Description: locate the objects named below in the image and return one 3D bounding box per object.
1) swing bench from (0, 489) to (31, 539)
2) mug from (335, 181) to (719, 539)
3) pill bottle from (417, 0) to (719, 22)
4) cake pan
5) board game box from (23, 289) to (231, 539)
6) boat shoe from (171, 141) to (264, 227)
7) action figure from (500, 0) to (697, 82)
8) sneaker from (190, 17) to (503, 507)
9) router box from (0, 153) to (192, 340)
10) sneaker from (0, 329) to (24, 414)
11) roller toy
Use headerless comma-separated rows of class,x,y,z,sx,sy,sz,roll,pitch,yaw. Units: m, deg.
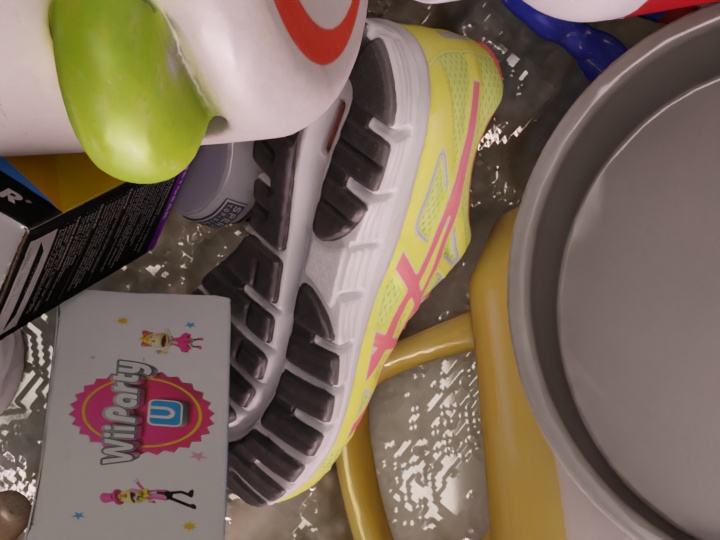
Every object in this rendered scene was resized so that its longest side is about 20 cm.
swing bench,-0.248,0.090,0.927,0.199,0.200,0.130,42,60,-4
mug,0.089,0.049,0.958,0.185,0.149,0.154,-13,85,-9
pill bottle,0.101,-0.139,0.850,0.199,0.112,0.113,-12,93,-26
cake pan,0.148,0.009,0.878,0.199,0.037,0.202,-1,78,6
board game box,-0.081,0.130,0.907,0.064,0.148,0.201,3,122,-3
boat shoe,-0.042,-0.115,0.986,0.056,0.068,0.201,2,85,-37
action figure,0.064,-0.113,0.957,0.199,0.099,0.065,31,88,-11
sneaker,0.000,0.000,0.953,0.078,0.090,0.201,42,125,28
router box,-0.171,-0.057,0.909,0.199,0.149,0.051,29,110,9
sneaker,-0.208,-0.009,0.956,0.199,0.099,0.078,30,90,-4
roller toy,-0.082,-0.128,0.826,0.139,0.200,0.184,-3,103,15
